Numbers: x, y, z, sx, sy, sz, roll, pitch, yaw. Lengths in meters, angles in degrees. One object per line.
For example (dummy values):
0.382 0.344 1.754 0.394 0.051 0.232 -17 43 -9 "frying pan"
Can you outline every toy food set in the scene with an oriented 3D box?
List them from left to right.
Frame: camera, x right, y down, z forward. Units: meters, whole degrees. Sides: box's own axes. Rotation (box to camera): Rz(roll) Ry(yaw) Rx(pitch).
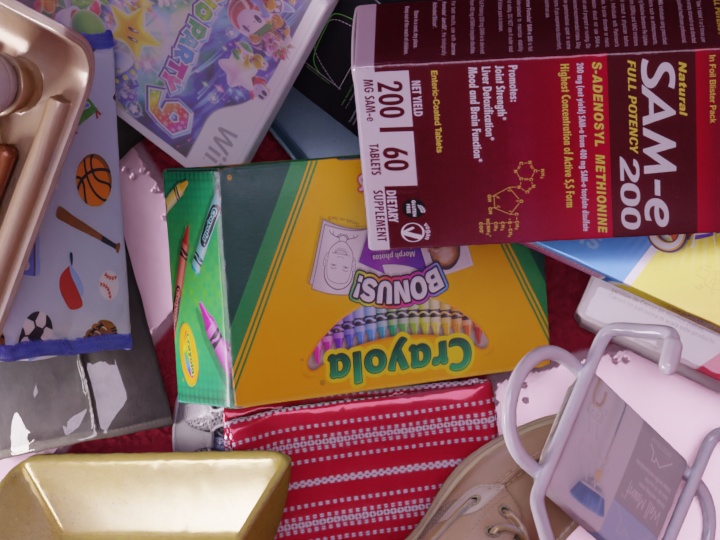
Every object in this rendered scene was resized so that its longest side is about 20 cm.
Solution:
-0.221 -0.051 1.410 0.143 0.060 0.200 28 104 23 "toy food set"

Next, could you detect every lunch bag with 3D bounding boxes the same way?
-0.228 -0.033 1.516 0.200 0.124 0.171 -2 90 37 "lunch bag"

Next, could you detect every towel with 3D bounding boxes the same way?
0.007 0.160 1.544 0.144 0.022 0.201 -6 104 -2 "towel"

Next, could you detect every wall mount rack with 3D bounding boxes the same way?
0.140 0.129 1.483 0.074 0.200 0.174 5 63 42 "wall mount rack"

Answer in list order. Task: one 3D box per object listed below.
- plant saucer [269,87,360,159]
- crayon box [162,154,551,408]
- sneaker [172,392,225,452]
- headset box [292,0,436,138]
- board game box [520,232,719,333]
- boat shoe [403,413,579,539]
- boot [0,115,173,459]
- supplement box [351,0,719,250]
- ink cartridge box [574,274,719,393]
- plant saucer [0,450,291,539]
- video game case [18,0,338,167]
-0.029 -0.105 1.603 0.070 0.019 0.200 -39 84 -1 "plant saucer"
0.000 0.000 1.515 0.200 0.058 0.119 -7 95 -34 "crayon box"
-0.063 0.049 1.559 0.075 0.082 0.201 4 86 3 "sneaker"
-0.014 -0.195 1.531 0.200 0.093 0.174 38 50 6 "headset box"
0.184 -0.049 1.493 0.200 0.040 0.153 24 87 6 "board game box"
0.058 0.147 1.493 0.200 0.065 0.072 -36 114 -21 "boat shoe"
-0.132 -0.013 1.573 0.181 0.073 0.201 -17 78 16 "boot"
0.099 -0.073 1.424 0.199 0.061 0.109 -4 125 4 "supplement box"
0.217 -0.034 1.552 0.147 0.086 0.200 25 86 5 "ink cartridge box"
-0.140 0.179 1.494 0.049 0.200 0.200 57 48 -30 "plant saucer"
-0.118 -0.146 1.495 0.200 0.018 0.143 37 131 6 "video game case"
